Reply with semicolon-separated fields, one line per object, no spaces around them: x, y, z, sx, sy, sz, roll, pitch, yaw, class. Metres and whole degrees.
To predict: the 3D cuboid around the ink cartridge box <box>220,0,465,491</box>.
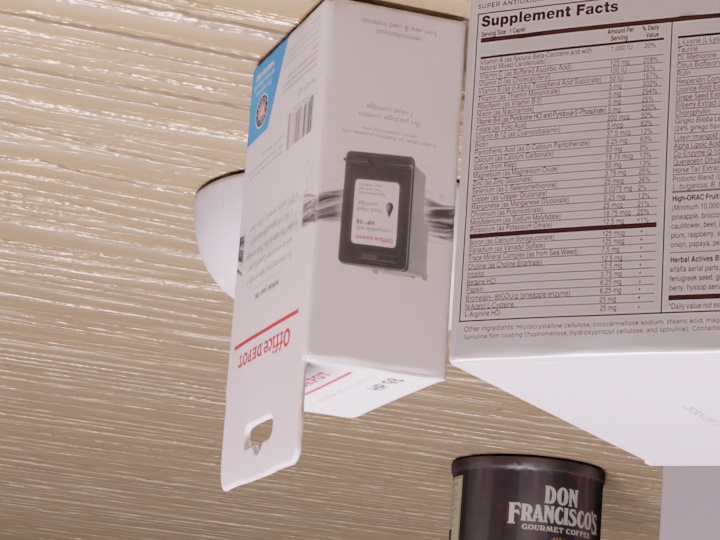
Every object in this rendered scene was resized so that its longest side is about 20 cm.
-0.009;-0.004;0.993;0.066;0.202;0.116;8;166;-19;ink cartridge box

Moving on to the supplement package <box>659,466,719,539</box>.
0.348;0.202;1.791;0.199;0.157;0.111;-2;164;27;supplement package

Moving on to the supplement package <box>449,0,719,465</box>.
0.137;-0.048;0.771;0.146;0.202;0.191;-3;165;26;supplement package

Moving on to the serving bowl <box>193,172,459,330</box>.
0.000;0.000;1.290;0.199;0.066;0.200;4;167;1;serving bowl

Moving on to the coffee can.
0.150;0.283;2.094;0.145;0.202;0.146;4;167;1;coffee can
